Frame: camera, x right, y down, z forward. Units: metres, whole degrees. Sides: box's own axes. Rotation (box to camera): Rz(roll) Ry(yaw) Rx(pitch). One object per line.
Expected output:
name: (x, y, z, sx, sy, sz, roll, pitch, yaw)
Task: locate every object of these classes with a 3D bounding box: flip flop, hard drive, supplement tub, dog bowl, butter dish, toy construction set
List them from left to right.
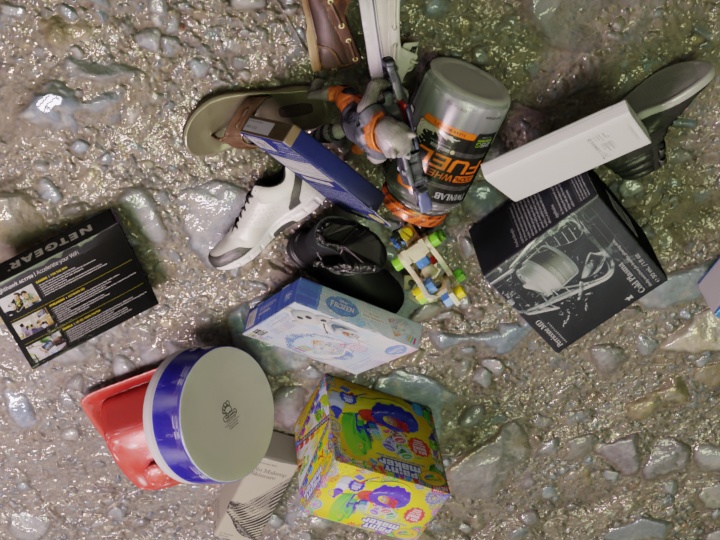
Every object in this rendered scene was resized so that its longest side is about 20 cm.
butter dish: (-0.307, 0.266, 1.664, 0.198, 0.148, 0.201, -20, 125, 6)
dog bowl: (-0.220, 0.212, 1.599, 0.078, 0.201, 0.201, -7, 134, 37)
flip flop: (-0.136, -0.191, 1.412, 0.198, 0.058, 0.082, -10, 126, 0)
toy construction set: (0.095, -0.009, 1.513, 0.092, 0.200, 0.132, -34, 89, -2)
supplement tub: (0.105, -0.165, 1.424, 0.121, 0.123, 0.201, 13, 123, -16)
hard drive: (0.270, -0.153, 1.417, 0.198, 0.027, 0.132, -23, 160, 21)

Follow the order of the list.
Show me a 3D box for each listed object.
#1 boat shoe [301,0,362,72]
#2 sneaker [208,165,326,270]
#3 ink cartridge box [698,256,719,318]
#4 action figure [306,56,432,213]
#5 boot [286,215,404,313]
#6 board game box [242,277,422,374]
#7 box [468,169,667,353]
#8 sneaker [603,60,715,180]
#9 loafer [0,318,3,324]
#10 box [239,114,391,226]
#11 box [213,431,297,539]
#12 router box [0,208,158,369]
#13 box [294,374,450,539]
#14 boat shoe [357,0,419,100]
boat shoe: (-0.040, -0.335, 1.316, 0.069, 0.071, 0.201, -5, 135, 6)
sneaker: (-0.139, -0.080, 1.491, 0.200, 0.074, 0.080, -40, 118, 10)
ink cartridge box: (0.645, 0.025, 1.655, 0.198, 0.085, 0.145, 21, 121, -20)
action figure: (0.013, -0.154, 1.339, 0.104, 0.193, 0.202, -26, 109, -20)
boot: (0.000, 0.000, 1.489, 0.199, 0.168, 0.077, 34, 77, -15)
board game box: (-0.043, 0.085, 1.570, 0.197, 0.044, 0.200, 23, 156, -21)
box: (0.295, -0.024, 1.553, 0.196, 0.125, 0.200, -36, 122, 20)
sneaker: (0.406, -0.200, 1.475, 0.199, 0.071, 0.099, -35, 125, 24)
loafer: (-0.519, 0.046, 1.526, 0.198, 0.069, 0.076, 2, 126, -9)
box: (-0.049, -0.127, 1.382, 0.200, 0.121, 0.033, 37, 81, -34)
box: (-0.175, 0.358, 1.797, 0.081, 0.069, 0.201, 15, 123, -18)
router box: (-0.400, 0.026, 1.502, 0.199, 0.051, 0.150, -28, 127, -12)
box: (0.014, 0.295, 1.699, 0.198, 0.193, 0.123, 19, 121, -21)
boat shoe: (0.042, -0.275, 1.373, 0.069, 0.071, 0.202, -10, 121, 1)
